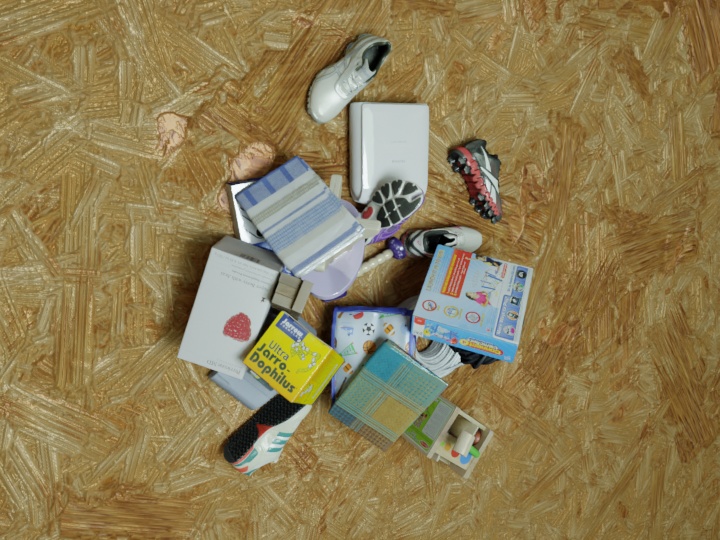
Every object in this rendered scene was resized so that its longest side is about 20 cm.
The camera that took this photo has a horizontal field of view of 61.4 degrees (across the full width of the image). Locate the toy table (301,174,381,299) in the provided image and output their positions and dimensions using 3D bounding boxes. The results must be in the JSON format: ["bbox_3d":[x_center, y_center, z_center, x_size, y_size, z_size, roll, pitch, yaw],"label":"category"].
[{"bbox_3d":[-0.054,-0.062,1.100,0.182,0.117,0.202,-3,67,0],"label":"toy table"}]

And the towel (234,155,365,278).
[{"bbox_3d":[-0.105,-0.095,1.039,0.146,0.200,0.024,-35,159,-12],"label":"towel"}]

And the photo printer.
[{"bbox_3d":[0.056,-0.226,1.195,0.165,0.069,0.202,-6,104,-27],"label":"photo printer"}]

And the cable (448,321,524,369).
[{"bbox_3d":[0.255,0.120,1.220,0.162,0.200,0.051,-33,113,-4],"label":"cable"}]

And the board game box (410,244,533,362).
[{"bbox_3d":[0.215,0.057,1.156,0.056,0.194,0.201,91,19,-47],"label":"board game box"}]

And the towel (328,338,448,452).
[{"bbox_3d":[0.049,0.239,1.151,0.146,0.022,0.201,36,111,-4],"label":"towel"}]

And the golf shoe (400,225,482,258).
[{"bbox_3d":[0.188,-0.056,1.290,0.198,0.092,0.073,-7,96,-29],"label":"golf shoe"}]

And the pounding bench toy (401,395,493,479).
[{"bbox_3d":[0.214,0.376,1.340,0.156,0.200,0.125,37,83,-28],"label":"pounding bench toy"}]

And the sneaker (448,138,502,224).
[{"bbox_3d":[0.272,-0.198,1.316,0.098,0.071,0.201,-39,115,-13],"label":"sneaker"}]

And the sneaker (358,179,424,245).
[{"bbox_3d":[0.057,-0.111,1.170,0.083,0.200,0.081,-8,73,-40],"label":"sneaker"}]

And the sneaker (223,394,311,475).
[{"bbox_3d":[-0.173,0.326,1.207,0.199,0.070,0.094,-39,134,-18],"label":"sneaker"}]

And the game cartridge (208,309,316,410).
[{"bbox_3d":[-0.181,0.166,1.177,0.200,0.041,0.133,-50,123,-10],"label":"game cartridge"}]

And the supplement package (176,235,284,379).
[{"bbox_3d":[-0.218,0.061,1.047,0.120,0.120,0.202,19,102,-5],"label":"supplement package"}]

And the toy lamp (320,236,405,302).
[{"bbox_3d":[0.000,0.000,1.223,0.199,0.058,0.059,-32,114,-18],"label":"toy lamp"}]

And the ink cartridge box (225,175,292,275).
[{"bbox_3d":[-0.181,-0.068,1.118,0.093,0.044,0.202,-15,108,-23],"label":"ink cartridge box"}]

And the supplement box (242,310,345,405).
[{"bbox_3d":[-0.110,0.160,1.068,0.108,0.200,0.110,35,81,12],"label":"supplement box"}]

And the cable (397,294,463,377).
[{"bbox_3d":[0.147,0.145,1.328,0.199,0.069,0.202,-28,112,-20],"label":"cable"}]

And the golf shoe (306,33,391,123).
[{"bbox_3d":[-0.020,-0.355,1.111,0.078,0.097,0.201,39,83,-31],"label":"golf shoe"}]

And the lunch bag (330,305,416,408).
[{"bbox_3d":[0.028,0.168,1.208,0.168,0.124,0.202,1,107,8],"label":"lunch bag"}]

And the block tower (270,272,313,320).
[{"bbox_3d":[-0.122,0.049,1.050,0.057,0.200,0.054,22,78,-6],"label":"block tower"}]
